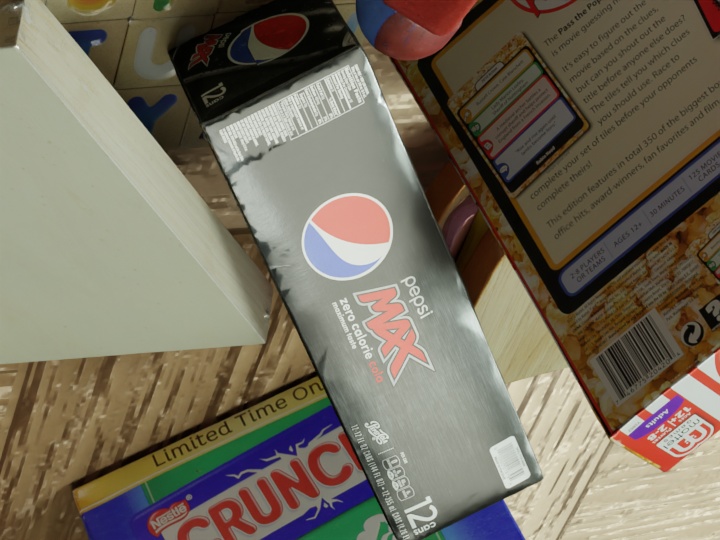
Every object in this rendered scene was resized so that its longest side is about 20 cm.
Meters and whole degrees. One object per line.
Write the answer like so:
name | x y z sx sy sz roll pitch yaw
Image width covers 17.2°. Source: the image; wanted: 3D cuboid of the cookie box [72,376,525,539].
cookie box | -0.008 0.150 1.005 0.170 0.201 0.075 -25 143 -5

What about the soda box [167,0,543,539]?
soda box | 0.000 0.000 0.873 0.063 0.071 0.201 -25 121 -2

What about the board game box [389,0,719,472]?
board game box | 0.110 -0.055 0.835 0.151 0.201 0.046 -39 143 16

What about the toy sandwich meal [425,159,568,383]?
toy sandwich meal | 0.109 -0.018 0.989 0.204 0.070 0.206 -18 143 -14

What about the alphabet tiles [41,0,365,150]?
alphabet tiles | -0.058 -0.114 0.818 0.165 0.006 0.201 -6 138 -27

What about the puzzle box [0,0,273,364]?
puzzle box | -0.126 -0.026 0.812 0.132 0.026 0.200 -4 150 21

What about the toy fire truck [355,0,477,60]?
toy fire truck | 0.061 -0.144 0.716 0.112 0.200 0.168 31 129 -4
